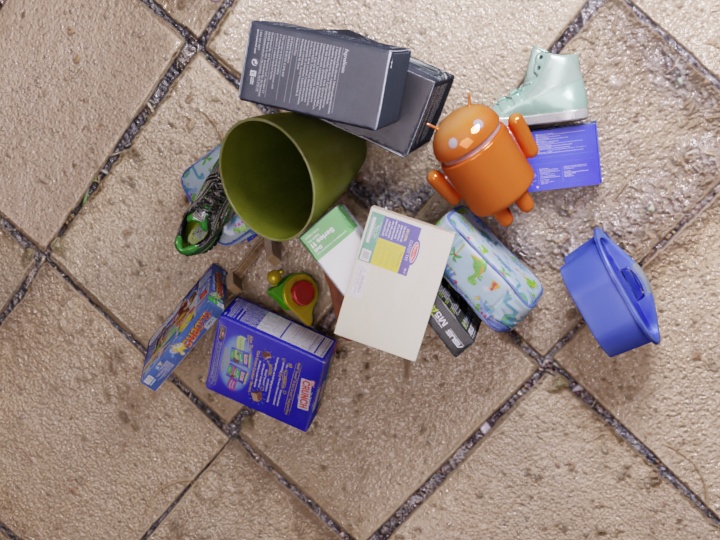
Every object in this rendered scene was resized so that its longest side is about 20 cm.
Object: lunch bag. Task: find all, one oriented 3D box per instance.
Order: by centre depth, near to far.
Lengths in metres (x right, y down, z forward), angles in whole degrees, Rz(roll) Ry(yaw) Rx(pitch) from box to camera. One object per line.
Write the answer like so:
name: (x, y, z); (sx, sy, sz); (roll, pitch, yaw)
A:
lunch bag: (0.193, -0.004, 1.578); (0.200, 0.161, 0.082); (46, 112, 2)
lunch bag: (-0.188, -0.144, 1.685); (0.199, 0.082, 0.162); (-32, 93, 17)

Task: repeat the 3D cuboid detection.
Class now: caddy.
caddy: (0.394, 0.032, 1.555); (0.104, 0.141, 0.202); (-29, 95, 23)

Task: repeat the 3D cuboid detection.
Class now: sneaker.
sneaker: (0.248, -0.281, 1.557); (0.197, 0.074, 0.120); (-5, 94, 17)
sneaker: (-0.232, -0.104, 1.619); (0.077, 0.085, 0.202); (30, 107, 2)

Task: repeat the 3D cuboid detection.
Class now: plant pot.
plant pot: (-0.084, -0.169, 1.553); (0.185, 0.199, 0.190); (18, 122, 31)

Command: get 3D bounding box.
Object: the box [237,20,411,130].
box: (-0.045, -0.270, 1.381); (0.197, 0.148, 0.109); (14, 105, 11)

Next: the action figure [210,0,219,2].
action figure: (-0.283, -0.553, 1.626); (0.198, 0.135, 0.150); (26, 151, 19)

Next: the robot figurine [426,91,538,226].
robot figurine: (0.183, -0.163, 1.515); (0.143, 0.117, 0.201); (-15, 119, 48)

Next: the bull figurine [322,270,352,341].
bull figurine: (-0.012, 0.015, 1.688); (0.120, 0.065, 0.203); (-10, 101, 13)

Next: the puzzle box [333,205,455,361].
puzzle box: (0.051, 0.019, 1.484); (0.131, 0.025, 0.203); (19, 102, 7)

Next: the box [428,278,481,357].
box: (0.116, 0.024, 1.589); (0.047, 0.200, 0.194); (-40, 92, 16)

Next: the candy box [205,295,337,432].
candy box: (-0.153, 0.161, 1.727); (0.198, 0.077, 0.171); (24, 126, 9)

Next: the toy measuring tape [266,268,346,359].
toy measuring tape: (-0.081, 0.065, 1.725); (0.073, 0.074, 0.200); (-39, 108, 18)

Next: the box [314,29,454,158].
box: (0.022, -0.277, 1.544); (0.198, 0.197, 0.125); (25, 106, 7)

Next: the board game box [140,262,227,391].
board game box: (-0.304, 0.096, 1.741); (0.034, 0.136, 0.200); (35, 111, -21)

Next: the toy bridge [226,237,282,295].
toy bridge: (-0.149, -0.039, 1.708); (0.199, 0.068, 0.027); (-36, 127, 20)

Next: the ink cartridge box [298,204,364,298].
ink cartridge box: (0.000, 0.000, 1.581); (0.083, 0.147, 0.201); (-38, 91, 5)

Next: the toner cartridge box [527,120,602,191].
toner cartridge box: (0.276, -0.175, 1.586); (0.197, 0.043, 0.097); (-5, 101, 14)
